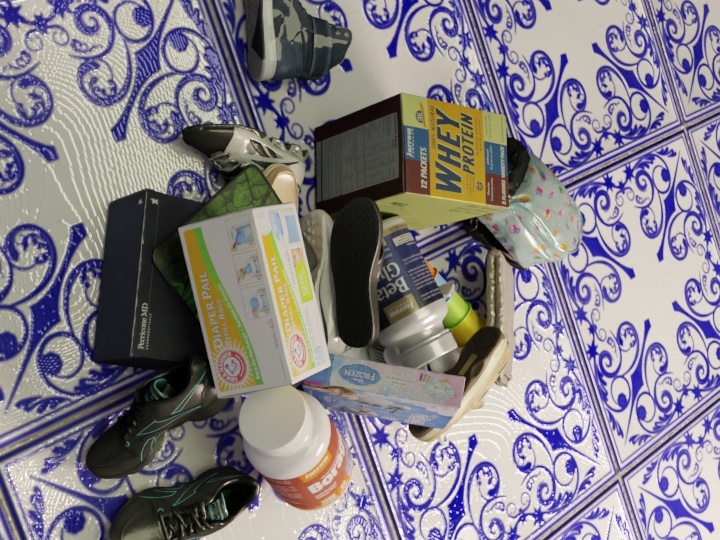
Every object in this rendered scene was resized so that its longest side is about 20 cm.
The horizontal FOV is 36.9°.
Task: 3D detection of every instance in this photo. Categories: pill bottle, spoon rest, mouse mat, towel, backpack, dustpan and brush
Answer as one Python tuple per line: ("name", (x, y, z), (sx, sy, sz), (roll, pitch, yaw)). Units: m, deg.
("pill bottle", (-0.082, 0.218, 1.343), (0.201, 0.111, 0.113), (65, 41, -58))
("spoon rest", (0.121, 0.119, 1.595), (0.099, 0.060, 0.203), (-54, 138, -64))
("mouse mat", (-0.147, -0.015, 1.319), (0.200, 0.007, 0.162), (-47, 112, -34))
("towel", (0.217, 0.076, 1.667), (0.132, 0.034, 0.203), (37, 54, -73))
("backpack", (0.261, -0.093, 1.715), (0.200, 0.126, 0.168), (48, 54, -26))
("pill bottle", (0.055, 0.036, 1.509), (0.110, 0.111, 0.202), (-23, 82, -38))
("dustpan and brush", (0.064, 0.170, 1.556), (0.139, 0.057, 0.202), (-40, 108, -36))

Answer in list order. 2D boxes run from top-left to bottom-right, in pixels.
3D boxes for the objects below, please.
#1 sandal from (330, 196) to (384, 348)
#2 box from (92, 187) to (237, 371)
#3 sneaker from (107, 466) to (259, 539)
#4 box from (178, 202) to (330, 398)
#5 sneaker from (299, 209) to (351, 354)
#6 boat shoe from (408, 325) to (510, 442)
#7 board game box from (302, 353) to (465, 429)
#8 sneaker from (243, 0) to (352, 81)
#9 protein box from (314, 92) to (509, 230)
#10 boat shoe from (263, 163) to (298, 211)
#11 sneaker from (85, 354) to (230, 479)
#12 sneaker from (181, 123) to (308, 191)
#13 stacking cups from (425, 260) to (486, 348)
("sandal", (-0.001, 0.001, 1.445), (0.048, 0.074, 0.204), (-19, 114, -61))
("box", (-0.217, 0.021, 1.326), (0.181, 0.103, 0.203), (13, 74, -38))
("sneaker", (-0.210, 0.288, 1.297), (0.199, 0.079, 0.076), (-24, 99, -37))
("box", (-0.119, 0.033, 1.242), (0.112, 0.100, 0.203), (-19, 96, -67))
("sneaker", (-0.049, 0.017, 1.485), (0.080, 0.076, 0.203), (-3, 95, -38))
("boat shoe", (0.151, 0.176, 1.540), (0.200, 0.071, 0.076), (-46, 127, -15))
("board game box", (0.025, 0.157, 1.388), (0.196, 0.200, 0.044), (9, 74, 1))
("sneaker", (-0.086, -0.365, 1.501), (0.144, 0.077, 0.206), (-4, 95, -28))
("protein box", (0.070, -0.146, 1.522), (0.197, 0.199, 0.137), (5, 80, -38))
("boat shoe", (-0.106, -0.036, 1.411), (0.073, 0.069, 0.203), (1, 101, -38))
("sneaker", (-0.245, 0.163, 1.251), (0.199, 0.076, 0.079), (-37, 141, 2))
("sneaker", (-0.150, -0.138, 1.424), (0.198, 0.074, 0.090), (14, 78, -41))
("stacking cups", (0.110, 0.026, 1.622), (0.200, 0.060, 0.061), (49, 57, -18))
